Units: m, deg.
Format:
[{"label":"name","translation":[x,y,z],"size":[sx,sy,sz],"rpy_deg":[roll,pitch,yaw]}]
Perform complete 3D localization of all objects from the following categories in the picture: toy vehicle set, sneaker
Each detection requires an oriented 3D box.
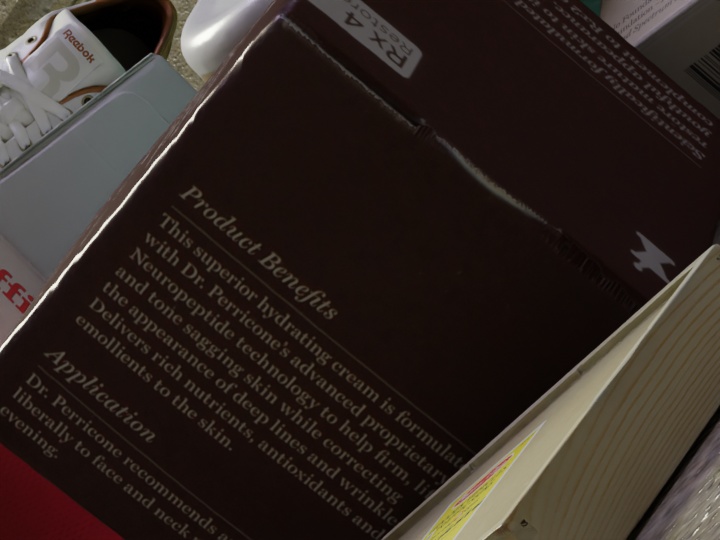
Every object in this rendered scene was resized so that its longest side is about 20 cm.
[{"label":"toy vehicle set","translation":[0.028,0.082,0.680],"size":[0.124,0.027,0.200],"rpy_deg":[-47,0,-41]},{"label":"sneaker","translation":[-0.164,-0.078,1.147],"size":[0.200,0.073,0.085],"rpy_deg":[-42,-6,-36]}]

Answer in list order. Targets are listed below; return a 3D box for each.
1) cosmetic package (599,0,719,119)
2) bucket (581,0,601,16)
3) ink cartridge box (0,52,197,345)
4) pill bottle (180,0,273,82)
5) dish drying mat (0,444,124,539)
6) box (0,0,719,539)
[{"label":"cosmetic package","translation":[0.158,-0.146,0.987],"size":[0.103,0.073,0.200],"rpy_deg":[-37,29,35]},{"label":"bucket","translation":[0.060,-0.070,1.163],"size":[0.135,0.207,0.207],"rpy_deg":[-44,-2,-45]},{"label":"ink cartridge box","translation":[-0.123,0.035,1.119],"size":[0.146,0.147,0.200],"rpy_deg":[-43,-3,-45]},{"label":"pill bottle","translation":[0.034,-0.060,0.981],"size":[0.116,0.200,0.116],"rpy_deg":[-40,17,15]},{"label":"dish drying mat","translation":[-0.104,0.102,0.958],"size":[0.077,0.200,0.018],"rpy_deg":[-48,-15,-34]},{"label":"box","translation":[0.000,0.000,0.851],"size":[0.200,0.166,0.164],"rpy_deg":[-47,7,29]}]
